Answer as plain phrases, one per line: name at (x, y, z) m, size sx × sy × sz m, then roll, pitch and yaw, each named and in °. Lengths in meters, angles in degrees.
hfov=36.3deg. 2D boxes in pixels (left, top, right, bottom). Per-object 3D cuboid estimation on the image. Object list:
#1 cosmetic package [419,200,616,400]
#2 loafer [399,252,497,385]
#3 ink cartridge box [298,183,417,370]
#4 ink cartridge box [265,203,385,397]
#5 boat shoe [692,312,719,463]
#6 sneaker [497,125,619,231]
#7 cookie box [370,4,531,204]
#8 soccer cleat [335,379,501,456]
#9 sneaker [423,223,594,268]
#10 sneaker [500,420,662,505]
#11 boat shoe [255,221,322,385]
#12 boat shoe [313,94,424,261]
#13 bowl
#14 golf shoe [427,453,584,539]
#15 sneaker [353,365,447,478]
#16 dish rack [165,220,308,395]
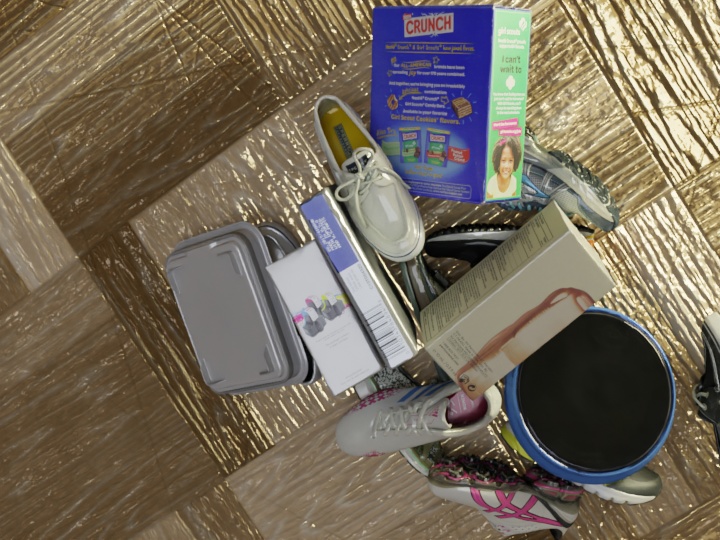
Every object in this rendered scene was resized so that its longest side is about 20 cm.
cosmetic package at (0.166, 0.032, 1.186) m, size 0.199 × 0.104 × 0.087 m, roll -40°, pitch 105°, yaw 15°
loafer at (0.103, 0.058, 1.283) m, size 0.062 × 0.072 × 0.203 m, roll -18°, pitch 106°, yaw 13°
ink cartridge box at (0.000, 0.000, 1.220) m, size 0.043 × 0.200 × 0.199 m, roll -30°, pitch 94°, yaw 4°
ink cartridge box at (-0.045, 0.030, 1.231) m, size 0.067 × 0.115 × 0.203 m, roll -28°, pitch 90°, yaw 5°
boat shoe at (0.413, 0.150, 1.245) m, size 0.063 × 0.071 × 0.203 m, roll -18°, pitch 99°, yaw 11°
sneaker at (0.201, -0.098, 1.241) m, size 0.199 × 0.077 × 0.087 m, roll 37°, pitch 111°, yaw 11°
cookie box at (0.095, -0.184, 1.199) m, size 0.169 × 0.074 × 0.204 m, roll 12°, pitch 105°, yaw 41°
soccer cleat at (0.062, 0.163, 1.235) m, size 0.196 × 0.086 × 0.071 m, roll -16°, pitch 88°, yaw 5°
sneaker at (0.170, -0.007, 1.258) m, size 0.196 × 0.070 × 0.092 m, roll -1°, pitch 97°, yaw 8°
sneaker at (0.264, 0.203, 1.278) m, size 0.197 × 0.074 × 0.086 m, roll 23°, pitch 103°, yaw 5°
boat shoe at (-0.085, 0.039, 1.313) m, size 0.072 × 0.065 × 0.203 m, roll -22°, pitch 96°, yaw 13°
boat shoe at (0.004, -0.106, 1.178) m, size 0.074 × 0.086 × 0.205 m, roll -27°, pitch 72°, yaw 7°
bowl at (0.262, 0.139, 1.244) m, size 0.196 × 0.039 × 0.205 m, roll 0°, pitch 78°, yaw 0°
golf shoe at (0.168, 0.272, 1.284) m, size 0.196 × 0.073 × 0.094 m, roll 11°, pitch 104°, yaw -15°
sneaker at (0.070, 0.170, 1.311) m, size 0.088 × 0.077 × 0.201 m, roll -39°, pitch 94°, yaw 6°
dish rack at (-0.157, 0.054, 1.303) m, size 0.170 × 0.043 × 0.204 m, roll -14°, pitch 97°, yaw 42°
